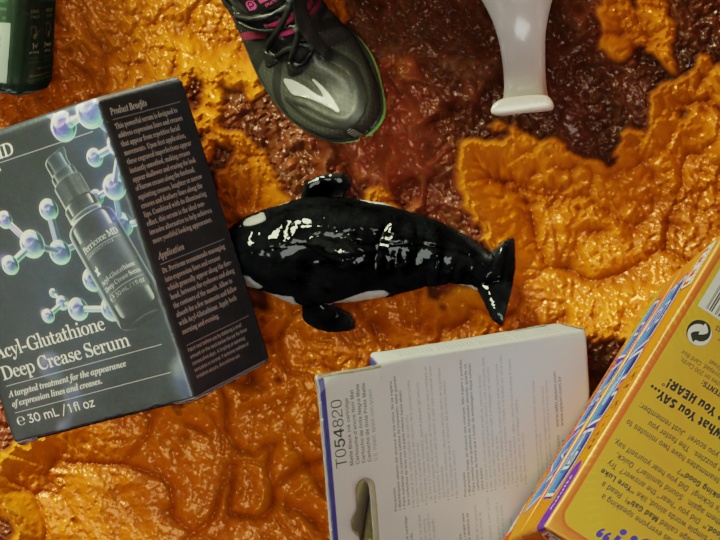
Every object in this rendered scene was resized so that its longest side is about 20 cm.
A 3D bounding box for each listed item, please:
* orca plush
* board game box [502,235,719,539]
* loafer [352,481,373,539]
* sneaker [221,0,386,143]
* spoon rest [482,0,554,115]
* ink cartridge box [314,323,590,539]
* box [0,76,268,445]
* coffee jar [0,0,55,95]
[{"bbox_3d":[0.000,0.000,1.339,0.199,0.071,0.106,19,100,6],"label":"orca plush"},{"bbox_3d":[0.229,0.131,1.226,0.200,0.200,0.200,33,79,3],"label":"board game box"},{"bbox_3d":[0.016,0.174,1.362,0.067,0.076,0.201,14,97,-10],"label":"loafer"},{"bbox_3d":[-0.056,-0.166,1.318,0.077,0.084,0.200,-34,91,12],"label":"sneaker"},{"bbox_3d":[0.097,-0.196,1.312,0.099,0.061,0.201,-4,84,8],"label":"spoon rest"},{"bbox_3d":[0.061,0.145,1.315,0.199,0.041,0.201,-7,98,-26],"label":"ink cartridge box"},{"bbox_3d":[-0.172,-0.007,1.330,0.148,0.107,0.201,-16,95,28],"label":"box"},{"bbox_3d":[-0.242,-0.218,1.331,0.085,0.104,0.201,7,98,5],"label":"coffee jar"}]
